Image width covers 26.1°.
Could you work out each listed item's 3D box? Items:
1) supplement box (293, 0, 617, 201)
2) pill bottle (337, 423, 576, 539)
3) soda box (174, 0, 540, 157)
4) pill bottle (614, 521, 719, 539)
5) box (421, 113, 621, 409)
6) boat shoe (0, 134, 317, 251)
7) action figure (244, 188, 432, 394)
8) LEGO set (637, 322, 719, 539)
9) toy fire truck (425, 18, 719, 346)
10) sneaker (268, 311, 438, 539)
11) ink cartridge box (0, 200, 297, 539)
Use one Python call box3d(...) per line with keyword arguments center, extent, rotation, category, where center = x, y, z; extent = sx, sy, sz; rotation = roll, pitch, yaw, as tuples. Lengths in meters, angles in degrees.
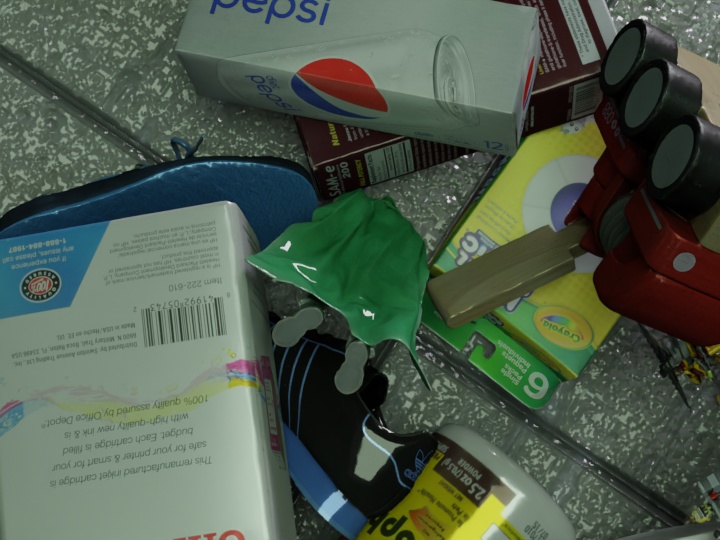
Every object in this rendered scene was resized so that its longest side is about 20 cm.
box3d(center=(0.052, -0.128, 0.950), extent=(0.198, 0.061, 0.110), rotation=(-17, 70, -1), category="supplement box")
box3d(center=(0.025, 0.194, 0.901), extent=(0.109, 0.109, 0.200), rotation=(42, 79, 0), category="pill bottle")
box3d(center=(0.000, -0.124, 0.888), extent=(0.198, 0.064, 0.069), rotation=(13, 74, 11), category="soda box")
box3d(center=(0.200, 0.255, 0.913), extent=(0.110, 0.111, 0.202), rotation=(-10, 83, -8), category="pill bottle")
box3d(center=(0.127, -0.023, 0.976), extent=(0.117, 0.048, 0.201), rotation=(37, 81, 0), category="box")
box3d(center=(-0.126, -0.041, 0.928), extent=(0.198, 0.069, 0.085), rotation=(-5, 113, -4), category="boat shoe")
box3d(center=(0.000, 0.000, 0.891), extent=(0.118, 0.200, 0.055), rotation=(39, 113, -6), category="action figure")
box3d(center=(0.235, 0.108, 0.906), extent=(0.115, 0.154, 0.201), rotation=(-31, 66, 8), category="LEGO set")
box3d(center=(0.142, -0.019, 0.867), extent=(0.128, 0.177, 0.201), rotation=(21, 119, -19), category="toy fire truck")
box3d(center=(-0.037, 0.061, 0.907), extent=(0.078, 0.070, 0.200), rotation=(-42, 67, 0), category="sneaker")
box3d(center=(-0.117, 0.080, 0.835), extent=(0.143, 0.085, 0.202), rotation=(-9, 74, 4), category="ink cartridge box")
